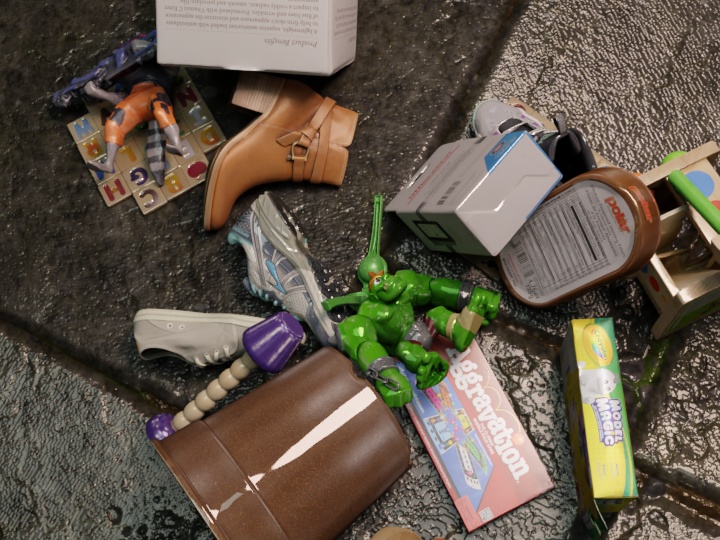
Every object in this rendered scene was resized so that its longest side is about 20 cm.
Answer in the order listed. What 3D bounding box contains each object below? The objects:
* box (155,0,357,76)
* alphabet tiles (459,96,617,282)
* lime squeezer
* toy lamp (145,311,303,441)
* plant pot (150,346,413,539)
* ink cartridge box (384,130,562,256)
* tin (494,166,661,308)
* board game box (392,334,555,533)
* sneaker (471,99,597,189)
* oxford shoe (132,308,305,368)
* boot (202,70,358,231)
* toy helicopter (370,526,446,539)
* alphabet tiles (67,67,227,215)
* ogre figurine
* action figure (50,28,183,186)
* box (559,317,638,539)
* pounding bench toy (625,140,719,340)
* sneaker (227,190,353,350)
[{"bbox_3d":[-0.112,-0.304,1.085,0.197,0.200,0.132,5,108,7],"label":"box"},{"bbox_3d":[0.182,-0.089,1.095,0.167,0.008,0.200,38,77,17],"label":"alphabet tiles"},{"bbox_3d":[0.000,0.000,1.051,0.038,0.071,0.201,-20,29,34],"label":"lime squeezer"},{"bbox_3d":[-0.139,0.117,0.980,0.200,0.058,0.058,-41,68,19],"label":"toy lamp"},{"bbox_3d":[-0.069,0.190,0.922,0.198,0.201,0.200,-36,70,-16],"label":"plant pot"},{"bbox_3d":[0.115,-0.082,1.023,0.068,0.200,0.116,45,79,-17],"label":"ink cartridge box"},{"bbox_3d":[0.218,-0.029,0.971,0.042,0.200,0.113,-21,83,-40],"label":"tin"},{"bbox_3d":[0.113,0.163,0.998,0.102,0.019,0.201,-25,69,-6],"label":"board game box"},{"bbox_3d":[0.199,-0.141,1.033,0.078,0.140,0.200,-39,71,-9],"label":"sneaker"},{"bbox_3d":[-0.156,0.078,1.028,0.198,0.075,0.058,2,71,11],"label":"oxford shoe"},{"bbox_3d":[-0.096,-0.122,1.101,0.154,0.074,0.201,18,99,-15],"label":"boot"},{"bbox_3d":[0.023,0.346,0.888,0.078,0.132,0.202,2,85,37],"label":"toy helicopter"},{"bbox_3d":[-0.266,-0.171,1.168,0.166,0.006,0.201,-29,69,-6],"label":"alphabet tiles"},{"bbox_3d":[0.051,0.060,0.981,0.119,0.098,0.200,24,62,28],"label":"ogre figurine"},{"bbox_3d":[-0.281,-0.203,1.148,0.199,0.104,0.195,-16,58,28],"label":"action figure"},{"bbox_3d":[0.236,0.160,0.935,0.048,0.117,0.202,-3,70,5],"label":"box"},{"bbox_3d":[0.336,-0.050,0.961,0.123,0.200,0.157,-25,69,-4],"label":"pounding bench toy"},{"bbox_3d":[-0.080,0.013,1.056,0.086,0.078,0.201,-36,70,14],"label":"sneaker"}]
